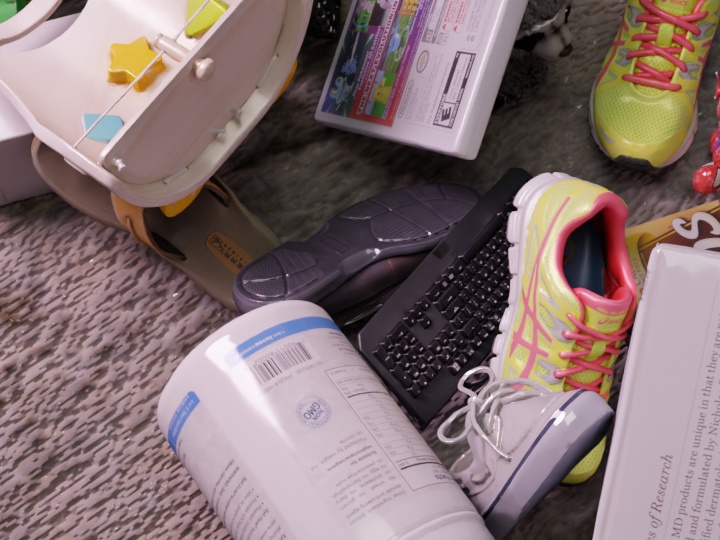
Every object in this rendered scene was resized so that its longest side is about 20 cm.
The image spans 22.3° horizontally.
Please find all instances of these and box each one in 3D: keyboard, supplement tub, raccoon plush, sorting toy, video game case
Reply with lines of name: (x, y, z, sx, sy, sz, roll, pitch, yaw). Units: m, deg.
keyboard: (0.089, 0.020, 1.196, 0.104, 0.040, 0.200, 50, 56, -11)
supplement tub: (-0.023, 0.129, 1.118, 0.132, 0.132, 0.200, -30, 65, -14)
raccoon plush: (0.066, -0.198, 1.294, 0.200, 0.134, 0.097, 26, 66, 15)
sorting toy: (-0.152, -0.145, 1.172, 0.180, 0.107, 0.200, 32, 70, 20)
video game case: (0.052, -0.183, 1.244, 0.182, 0.023, 0.200, 20, 92, 56)

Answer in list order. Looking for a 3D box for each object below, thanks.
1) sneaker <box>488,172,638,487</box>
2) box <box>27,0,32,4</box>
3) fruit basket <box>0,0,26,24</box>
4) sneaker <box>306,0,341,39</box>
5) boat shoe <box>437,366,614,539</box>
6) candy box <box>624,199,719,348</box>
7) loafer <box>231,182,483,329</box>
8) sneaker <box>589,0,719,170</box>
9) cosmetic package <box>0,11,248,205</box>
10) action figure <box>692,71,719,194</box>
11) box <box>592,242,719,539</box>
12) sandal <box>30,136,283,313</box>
sneaker: (0.134, 0.038, 1.145, 0.078, 0.090, 0.200, -3, 92, -26)
box: (-0.280, -0.272, 1.399, 0.200, 0.044, 0.160, -15, 61, -7)
fruit basket: (-0.335, -0.205, 1.292, 0.200, 0.185, 0.094, 2, 31, 2)
sneaker: (-0.072, -0.202, 1.277, 0.085, 0.200, 0.078, -1, 80, 12)
boat shoe: (0.087, 0.096, 1.085, 0.075, 0.202, 0.086, -41, 79, -17)
candy box: (0.269, 0.008, 1.220, 0.200, 0.056, 0.117, -18, 63, -7)
loafer: (0.000, 0.000, 1.235, 0.200, 0.063, 0.072, -25, 42, -29)
sneaker: (0.212, -0.164, 1.289, 0.078, 0.090, 0.200, 13, 63, 8)
cosmetic package: (-0.186, -0.121, 1.273, 0.200, 0.108, 0.085, -17, 71, -6)
action figure: (0.311, -0.122, 1.271, 0.200, 0.099, 0.065, -35, 64, -14)
box: (0.213, 0.094, 1.057, 0.131, 0.199, 0.200, 12, 90, 9)
sandal: (-0.126, -0.039, 1.211, 0.200, 0.054, 0.080, 38, 97, -10)
